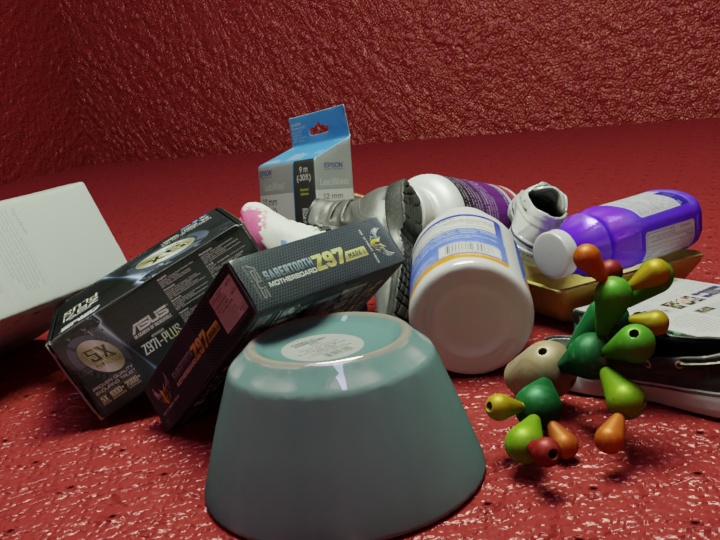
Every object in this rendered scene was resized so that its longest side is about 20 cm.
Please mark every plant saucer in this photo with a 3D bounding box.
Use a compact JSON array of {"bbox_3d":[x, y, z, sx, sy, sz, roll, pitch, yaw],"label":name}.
[{"bbox_3d":[0.238,0.006,0.974,0.200,0.049,0.200,-13,15,-24],"label":"plant saucer"}]

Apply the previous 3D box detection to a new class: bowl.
[{"bbox_3d":[-0.016,0.095,0.611,0.200,0.105,0.201,-5,14,1],"label":"bowl"}]

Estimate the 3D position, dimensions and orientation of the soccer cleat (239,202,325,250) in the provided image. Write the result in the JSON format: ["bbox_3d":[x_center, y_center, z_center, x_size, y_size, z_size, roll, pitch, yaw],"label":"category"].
[{"bbox_3d":[-0.058,-0.018,0.923,0.086,0.070,0.200,-41,53,6],"label":"soccer cleat"}]

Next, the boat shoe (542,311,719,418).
[{"bbox_3d":[0.225,0.065,0.693,0.070,0.066,0.200,-17,17,-38],"label":"boat shoe"}]

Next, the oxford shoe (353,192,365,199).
[{"bbox_3d":[0.003,-0.056,1.146,0.200,0.071,0.072,28,12,27],"label":"oxford shoe"}]

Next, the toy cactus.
[{"bbox_3d":[0.150,0.065,0.647,0.200,0.102,0.165,-57,8,-24],"label":"toy cactus"}]

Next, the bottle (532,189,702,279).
[{"bbox_3d":[0.262,-0.036,0.894,0.200,0.065,0.083,-16,16,-34],"label":"bottle"}]

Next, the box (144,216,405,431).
[{"bbox_3d":[-0.074,0.045,0.722,0.157,0.051,0.200,-19,-21,-41],"label":"box"}]

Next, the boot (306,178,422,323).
[{"bbox_3d":[0.000,0.000,0.945,0.131,0.070,0.200,-14,52,23],"label":"boot"}]

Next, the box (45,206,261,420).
[{"bbox_3d":[-0.187,0.031,0.835,0.200,0.086,0.164,-33,17,-9],"label":"box"}]

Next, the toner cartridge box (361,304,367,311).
[{"bbox_3d":[-0.099,0.045,0.987,0.200,0.043,0.095,-17,16,-35],"label":"toner cartridge box"}]

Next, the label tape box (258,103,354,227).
[{"bbox_3d":[-0.072,-0.105,1.133,0.066,0.201,0.143,-8,6,-35],"label":"label tape box"}]

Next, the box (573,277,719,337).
[{"bbox_3d":[0.315,0.050,0.788,0.144,0.036,0.200,-15,15,-31],"label":"box"}]

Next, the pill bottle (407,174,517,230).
[{"bbox_3d":[0.111,-0.057,1.069,0.112,0.113,0.200,6,2,43],"label":"pill bottle"}]

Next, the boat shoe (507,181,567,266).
[{"bbox_3d":[0.212,-0.065,0.999,0.073,0.067,0.200,26,25,1],"label":"boat shoe"}]

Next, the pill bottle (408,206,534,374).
[{"bbox_3d":[0.103,0.007,0.849,0.112,0.112,0.200,-5,21,6],"label":"pill bottle"}]

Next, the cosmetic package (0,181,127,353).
[{"bbox_3d":[-0.395,0.017,0.933,0.199,0.123,0.200,-29,1,32],"label":"cosmetic package"}]
